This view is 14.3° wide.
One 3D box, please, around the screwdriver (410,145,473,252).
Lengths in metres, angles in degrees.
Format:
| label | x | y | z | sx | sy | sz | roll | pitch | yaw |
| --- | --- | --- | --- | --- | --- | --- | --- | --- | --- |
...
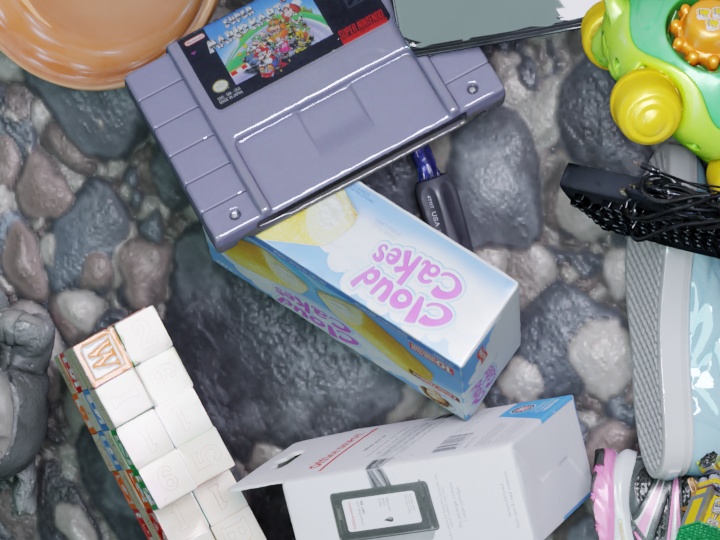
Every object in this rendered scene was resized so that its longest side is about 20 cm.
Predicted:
| label | x | y | z | sx | sy | sz | roll | pitch | yaw |
| --- | --- | --- | --- | --- | --- | --- | --- | --- | --- |
| screwdriver | 0.030 | -0.095 | 1.789 | 0.029 | 0.028 | 0.201 | -18 | 93 | 55 |

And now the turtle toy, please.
| label | x | y | z | sx | sy | sz | roll | pitch | yaw |
| --- | --- | --- | --- | --- | --- | --- | --- | --- | --- |
| turtle toy | 0.218 | -0.105 | 1.641 | 0.199 | 0.146 | 0.101 | 34 | 109 | -21 |

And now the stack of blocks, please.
| label | x | y | z | sx | sy | sz | roll | pitch | yaw |
| --- | --- | --- | --- | --- | --- | --- | --- | --- | --- |
| stack of blocks | -0.122 | 0.128 | 1.852 | 0.058 | 0.115 | 0.201 | -28 | 92 | -14 |

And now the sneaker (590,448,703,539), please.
| label | x | y | z | sx | sy | sz | roll | pitch | yaw |
| --- | --- | --- | --- | --- | --- | --- | --- | --- | --- |
| sneaker | 0.200 | 0.202 | 1.760 | 0.086 | 0.080 | 0.201 | -10 | 104 | 14 |

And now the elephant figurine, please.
| label | x | y | z | sx | sy | sz | roll | pitch | yaw |
| --- | --- | --- | --- | --- | --- | --- | --- | --- | --- |
| elephant figurine | -0.292 | 0.089 | 1.874 | 0.155 | 0.200 | 0.142 | 32 | 113 | 13 |

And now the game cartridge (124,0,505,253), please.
| label | x | y | z | sx | sy | sz | roll | pitch | yaw |
| --- | --- | --- | --- | --- | --- | --- | --- | --- | --- |
| game cartridge | -0.029 | -0.111 | 1.732 | 0.199 | 0.038 | 0.130 | -28 | 75 | -8 |

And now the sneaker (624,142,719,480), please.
| label | x | y | z | sx | sy | sz | roll | pitch | yaw |
| --- | --- | --- | --- | --- | --- | --- | --- | --- | --- |
| sneaker | 0.208 | 0.024 | 1.728 | 0.081 | 0.074 | 0.202 | -1 | 94 | -16 |

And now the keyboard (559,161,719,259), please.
| label | x | y | z | sx | sy | sz | roll | pitch | yaw |
| --- | --- | --- | --- | --- | --- | --- | --- | --- | --- |
| keyboard | 0.187 | -0.018 | 1.603 | 0.199 | 0.104 | 0.040 | 14 | 69 | 43 |

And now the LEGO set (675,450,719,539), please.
| label | x | y | z | sx | sy | sz | roll | pitch | yaw |
| --- | --- | --- | --- | --- | --- | --- | --- | --- | --- |
| LEGO set | 0.290 | 0.137 | 1.677 | 0.154 | 0.116 | 0.200 | 45 | 132 | -15 |

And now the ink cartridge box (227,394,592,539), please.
| label | x | y | z | sx | sy | sz | roll | pitch | yaw |
| --- | --- | --- | --- | --- | --- | --- | --- | --- | --- |
| ink cartridge box | 0.032 | 0.138 | 1.793 | 0.199 | 0.116 | 0.068 | -11 | 98 | 26 |

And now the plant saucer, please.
| label | x | y | z | sx | sy | sz | roll | pitch | yaw |
| --- | --- | --- | --- | --- | --- | --- | --- | --- | --- |
| plant saucer | -0.171 | -0.217 | 1.839 | 0.199 | 0.037 | 0.202 | 5 | 105 | 21 |

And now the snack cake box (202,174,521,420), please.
| label | x | y | z | sx | sy | sz | roll | pitch | yaw |
| --- | --- | --- | --- | --- | --- | --- | --- | --- | --- |
| snack cake box | 0.000 | 0.000 | 1.766 | 0.199 | 0.115 | 0.067 | 32 | 74 | 14 |

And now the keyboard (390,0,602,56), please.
| label | x | y | z | sx | sy | sz | roll | pitch | yaw |
| --- | --- | --- | --- | --- | --- | --- | --- | --- | --- |
| keyboard | 0.110 | -0.205 | 1.704 | 0.198 | 0.021 | 0.128 | -9 | 91 | 9 |
